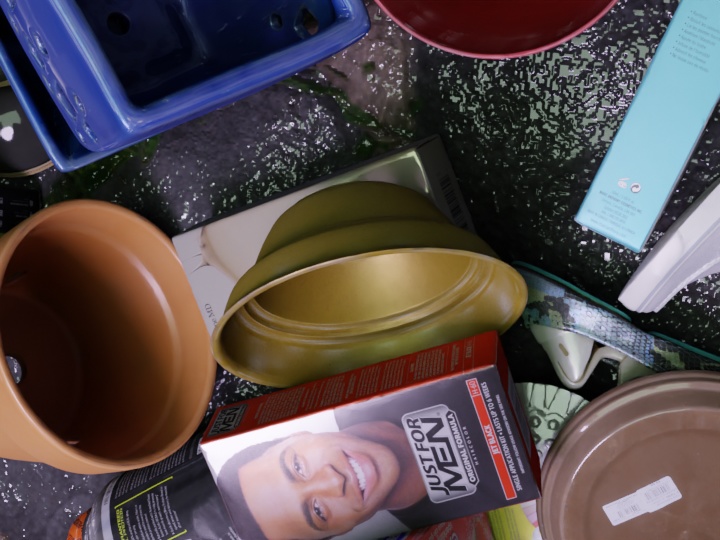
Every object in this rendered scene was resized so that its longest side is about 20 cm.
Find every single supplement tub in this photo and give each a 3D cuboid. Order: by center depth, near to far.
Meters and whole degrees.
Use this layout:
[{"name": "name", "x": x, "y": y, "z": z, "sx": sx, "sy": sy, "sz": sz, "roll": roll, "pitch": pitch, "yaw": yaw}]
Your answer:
[{"name": "supplement tub", "x": -0.120, "y": 0.190, "z": 0.985, "sx": 0.200, "sy": 0.123, "sz": 0.123, "roll": -29, "pitch": 92, "yaw": 22}]

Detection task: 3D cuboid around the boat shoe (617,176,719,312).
[{"name": "boat shoe", "x": 0.257, "y": -0.033, "z": 0.839, "sx": 0.069, "sy": 0.072, "sz": 0.200, "roll": 45, "pitch": 103, "yaw": 5}]

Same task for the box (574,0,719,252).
[{"name": "box", "x": 0.206, "y": -0.115, "z": 0.823, "sx": 0.049, "sy": 0.082, "sz": 0.200, "roll": 27, "pitch": 109, "yaw": 11}]

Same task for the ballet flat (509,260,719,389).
[{"name": "ballet flat", "x": 0.176, "y": 0.062, "z": 0.877, "sx": 0.200, "sy": 0.074, "sz": 0.074, "roll": 26, "pitch": 110, "yaw": 13}]

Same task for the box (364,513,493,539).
[{"name": "box", "x": 0.020, "y": 0.220, "z": 0.856, "sx": 0.102, "sy": 0.200, "sz": 0.095, "roll": -17, "pitch": 94, "yaw": 21}]

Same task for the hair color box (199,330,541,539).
[{"name": "hair color box", "x": 0.008, "y": 0.118, "z": 0.840, "sx": 0.200, "sy": 0.061, "sz": 0.102, "roll": -17, "pitch": 107, "yaw": 12}]

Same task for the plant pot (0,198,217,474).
[{"name": "plant pot", "x": -0.226, "y": 0.061, "z": 0.965, "sx": 0.140, "sy": 0.200, "sz": 0.200, "roll": -20, "pitch": 96, "yaw": 39}]

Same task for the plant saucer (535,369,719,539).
[{"name": "plant saucer", "x": 0.217, "y": 0.161, "z": 0.852, "sx": 0.200, "sy": 0.029, "sz": 0.200, "roll": 3, "pitch": 112, "yaw": 7}]

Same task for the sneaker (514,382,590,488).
[{"name": "sneaker", "x": 0.102, "y": 0.111, "z": 0.916, "sx": 0.200, "sy": 0.080, "sz": 0.077, "roll": 12, "pitch": 90, "yaw": 13}]

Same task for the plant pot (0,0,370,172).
[{"name": "plant pot", "x": -0.147, "y": -0.186, "z": 0.853, "sx": 0.180, "sy": 0.200, "sz": 0.200, "roll": -21, "pitch": 98, "yaw": 59}]

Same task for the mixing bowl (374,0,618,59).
[{"name": "mixing bowl", "x": 0.097, "y": -0.238, "z": 0.816, "sx": 0.200, "sy": 0.108, "sz": 0.201, "roll": 5, "pitch": 104, "yaw": 19}]

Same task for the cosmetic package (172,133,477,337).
[{"name": "cosmetic package", "x": -0.022, "y": -0.016, "z": 0.930, "sx": 0.200, "sy": 0.073, "sz": 0.104, "roll": -20, "pitch": 97, "yaw": 21}]

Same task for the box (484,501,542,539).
[{"name": "box", "x": 0.147, "y": 0.209, "z": 0.941, "sx": 0.200, "sy": 0.048, "sz": 0.118, "roll": -11, "pitch": 99, "yaw": 23}]

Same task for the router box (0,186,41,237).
[{"name": "router box", "x": -0.358, "y": -0.037, "z": 0.966, "sx": 0.150, "sy": 0.200, "sz": 0.062, "roll": 2, "pitch": 91, "yaw": 18}]

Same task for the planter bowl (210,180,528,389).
[{"name": "planter bowl", "x": 0.000, "y": 0.000, "z": 0.819, "sx": 0.200, "sy": 0.200, "sz": 0.084, "roll": -22, "pitch": 61, "yaw": 22}]

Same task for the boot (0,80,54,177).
[{"name": "boot", "x": -0.318, "y": -0.098, "z": 0.973, "sx": 0.200, "sy": 0.138, "sz": 0.078, "roll": -8, "pitch": 98, "yaw": 18}]
